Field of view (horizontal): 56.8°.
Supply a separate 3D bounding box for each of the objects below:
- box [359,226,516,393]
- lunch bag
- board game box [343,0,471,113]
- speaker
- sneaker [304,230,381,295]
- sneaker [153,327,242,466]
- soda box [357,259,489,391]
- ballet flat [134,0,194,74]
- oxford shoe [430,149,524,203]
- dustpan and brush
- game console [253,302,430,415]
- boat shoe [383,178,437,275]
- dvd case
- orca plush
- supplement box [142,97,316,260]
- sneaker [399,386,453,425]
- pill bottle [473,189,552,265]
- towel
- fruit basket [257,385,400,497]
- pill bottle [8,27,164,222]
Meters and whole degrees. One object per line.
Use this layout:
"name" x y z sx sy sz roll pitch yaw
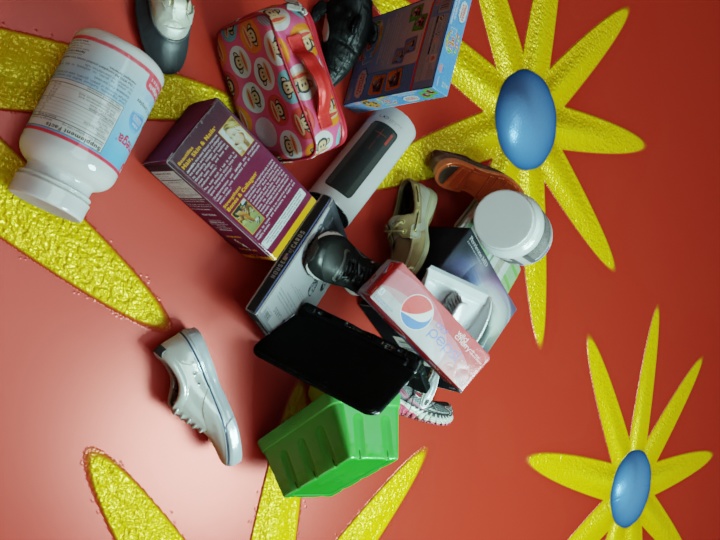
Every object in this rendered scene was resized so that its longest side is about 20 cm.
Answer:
"box" 0.139 0.062 1.136 0.199 0.123 0.200 -51 122 -26
"lunch bag" -0.100 -0.245 0.880 0.082 0.176 0.201 -32 113 -32
"board game box" 0.065 -0.321 0.992 0.037 0.200 0.152 21 81 -39
"speaker" 0.003 -0.163 1.033 0.200 0.081 0.081 -53 123 -22
"sneaker" 0.000 0.000 0.975 0.200 0.087 0.076 26 86 -59
"sneaker" -0.220 0.178 0.894 0.071 0.073 0.201 -24 99 -26
"soda box" 0.091 0.077 0.945 0.200 0.063 0.070 45 81 -15
"ballet flat" -0.242 -0.350 0.825 0.073 0.073 0.201 -8 99 -38
"oxford shoe" 0.211 -0.169 1.193 0.200 0.073 0.071 19 125 -30
"dustpan and brush" 0.125 0.110 1.012 0.139 0.057 0.201 23 94 -30
"game console" -0.021 0.139 0.931 0.117 0.200 0.176 -57 155 -20
"boat shoe" 0.072 -0.066 1.090 0.066 0.074 0.200 34 49 -26
"dvd case" -0.083 0.009 0.966 0.200 0.025 0.150 -58 157 -20
"orca plush" -0.031 -0.350 0.981 0.105 0.071 0.200 36 86 -15
"supplement box" -0.171 -0.117 0.891 0.200 0.086 0.111 45 67 -33
"sneaker" 0.090 0.215 1.134 0.200 0.080 0.075 26 75 -37
"pill bottle" 0.259 -0.072 1.128 0.200 0.113 0.114 13 85 -68
"towel" 0.239 -0.035 1.254 0.149 0.031 0.200 -49 124 -39
"fruit basket" -0.042 0.210 0.982 0.155 0.215 0.216 15 84 -39
"pill bottle" -0.313 -0.162 0.757 0.109 0.109 0.201 31 75 -36
